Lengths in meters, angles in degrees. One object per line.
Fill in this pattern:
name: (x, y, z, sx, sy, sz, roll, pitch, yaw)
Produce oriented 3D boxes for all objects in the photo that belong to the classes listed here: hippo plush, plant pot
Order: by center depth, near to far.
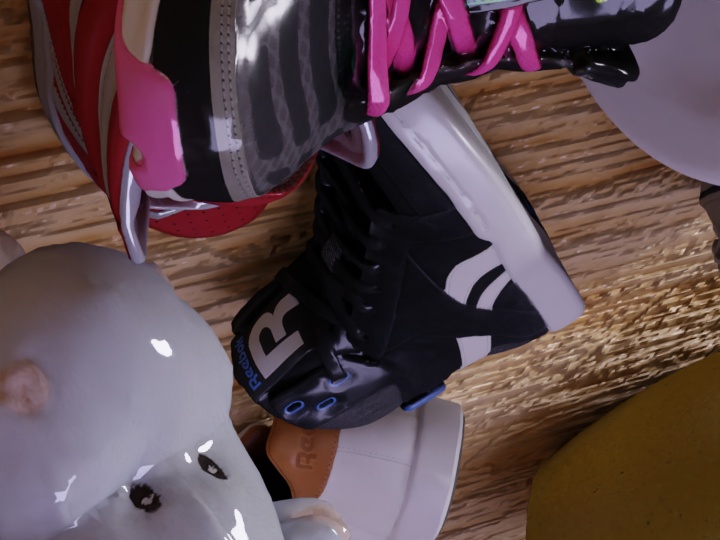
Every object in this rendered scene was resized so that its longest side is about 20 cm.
hippo plush: (-0.105, 0.073, 0.674, 0.159, 0.201, 0.160, -22, -168, -38)
plant pot: (0.149, 0.122, 1.055, 0.141, 0.201, 0.200, -7, 157, 19)

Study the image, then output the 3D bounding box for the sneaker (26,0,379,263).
sneaker: (-0.041, -0.035, 0.676, 0.071, 0.113, 0.200, -25, 152, -5)

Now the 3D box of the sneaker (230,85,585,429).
sneaker: (0.000, 0.000, 0.811, 0.112, 0.073, 0.200, -32, 153, 5)

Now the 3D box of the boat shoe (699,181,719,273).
boat shoe: (0.148, -0.003, 0.875, 0.071, 0.070, 0.200, 11, 180, 5)

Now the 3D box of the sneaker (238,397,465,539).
sneaker: (-0.021, 0.093, 0.976, 0.084, 0.073, 0.200, 11, 149, -6)

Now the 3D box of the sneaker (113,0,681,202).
sneaker: (0.023, -0.070, 0.560, 0.200, 0.087, 0.074, -40, 137, -49)

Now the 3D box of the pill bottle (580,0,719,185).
pill bottle: (0.150, -0.105, 0.702, 0.200, 0.112, 0.112, -28, 159, -42)
